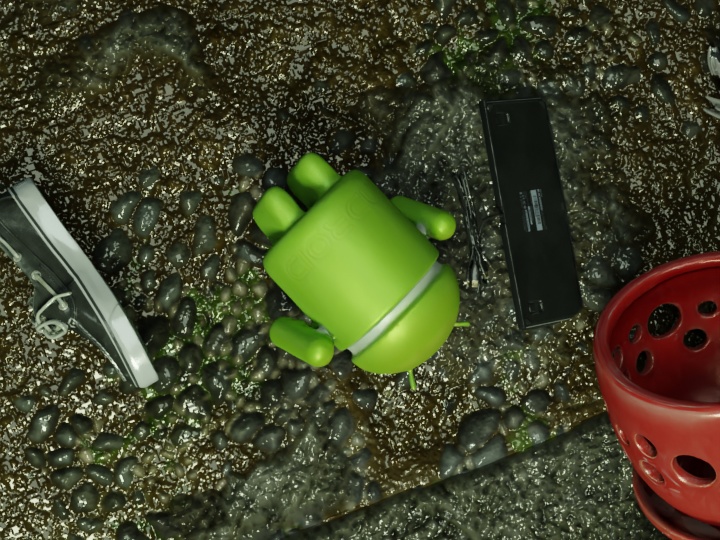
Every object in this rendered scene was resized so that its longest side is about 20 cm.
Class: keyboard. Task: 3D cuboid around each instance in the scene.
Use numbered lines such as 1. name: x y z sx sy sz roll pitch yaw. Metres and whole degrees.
1. keyboard: 0.129 -0.049 1.044 0.126 0.021 0.203 -8 87 -34

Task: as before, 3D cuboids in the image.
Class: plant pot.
1. plant pot: 0.300 0.111 0.969 0.199 0.201 0.184 -26 122 -8

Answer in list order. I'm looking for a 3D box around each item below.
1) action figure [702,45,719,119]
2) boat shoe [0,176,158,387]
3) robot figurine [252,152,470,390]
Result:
1. action figure: 0.379 -0.194 1.064 0.129 0.069 0.202 21 73 25
2. boat shoe: -0.242 0.021 0.981 0.068 0.074 0.200 -35 91 -12
3. robot figurine: 0.000 0.000 0.992 0.200 0.116 0.176 46 71 -3
